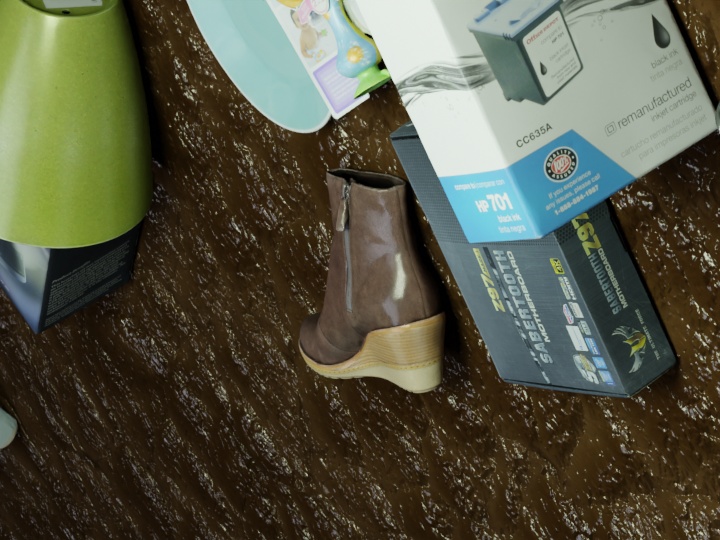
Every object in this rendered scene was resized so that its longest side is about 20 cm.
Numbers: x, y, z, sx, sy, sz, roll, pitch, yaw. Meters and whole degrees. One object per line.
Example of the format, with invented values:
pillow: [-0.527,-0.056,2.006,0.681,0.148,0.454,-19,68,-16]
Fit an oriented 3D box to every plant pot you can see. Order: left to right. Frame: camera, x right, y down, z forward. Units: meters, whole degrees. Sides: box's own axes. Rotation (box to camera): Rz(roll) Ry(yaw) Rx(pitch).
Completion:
plant pot: [-0.260,-0.155,1.962,0.187,0.186,0.201,40,135,35]

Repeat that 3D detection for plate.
plate: [-0.073,-0.196,1.708,0.200,0.026,0.201,44,152,31]

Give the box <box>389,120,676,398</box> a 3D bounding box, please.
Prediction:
box: [0.113,-0.015,1.534,0.157,0.051,0.201,6,124,62]

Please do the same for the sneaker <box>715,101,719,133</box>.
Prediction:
sneaker: [0.268,-0.021,1.221,0.200,0.066,0.091,41,154,41]

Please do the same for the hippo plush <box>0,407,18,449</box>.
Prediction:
hippo plush: [-0.541,0.172,2.863,0.161,0.159,0.201,6,124,60]

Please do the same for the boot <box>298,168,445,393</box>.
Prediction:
boot: [0.000,0.000,1.776,0.200,0.072,0.167,12,117,60]

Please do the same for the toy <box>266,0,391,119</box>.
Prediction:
toy: [-0.043,-0.207,1.579,0.115,0.047,0.201,-31,94,45]

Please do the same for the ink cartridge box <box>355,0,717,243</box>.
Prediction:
ink cartridge box: [0.094,-0.136,1.312,0.086,0.146,0.201,1,119,63]

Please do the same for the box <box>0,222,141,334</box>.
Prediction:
box: [-0.310,-0.083,2.177,0.200,0.123,0.199,51,153,16]
